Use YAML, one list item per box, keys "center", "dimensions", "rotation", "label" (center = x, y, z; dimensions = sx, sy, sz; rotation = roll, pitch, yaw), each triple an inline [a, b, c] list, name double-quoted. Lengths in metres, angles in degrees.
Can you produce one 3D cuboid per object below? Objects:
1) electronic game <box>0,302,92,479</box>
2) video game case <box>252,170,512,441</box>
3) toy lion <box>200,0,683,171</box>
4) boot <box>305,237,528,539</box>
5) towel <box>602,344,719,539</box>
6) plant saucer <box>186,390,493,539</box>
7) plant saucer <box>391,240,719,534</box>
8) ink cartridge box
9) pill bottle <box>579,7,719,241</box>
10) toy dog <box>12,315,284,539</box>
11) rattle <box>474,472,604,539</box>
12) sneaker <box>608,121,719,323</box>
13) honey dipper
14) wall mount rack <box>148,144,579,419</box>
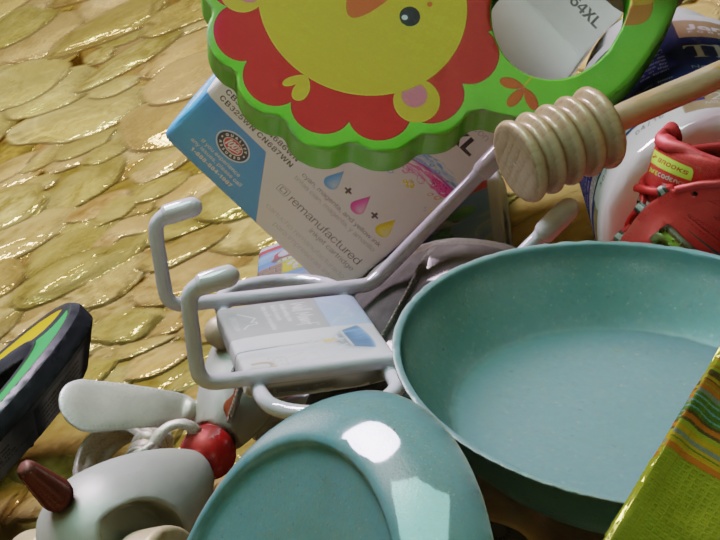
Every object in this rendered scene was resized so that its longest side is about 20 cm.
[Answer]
- center: [-0.206, 0.090, 1.341]
  dimensions: [0.200, 0.042, 0.200]
  rotation: [-42, 10, 9]
  label: "electronic game"
- center: [0.011, 0.013, 1.409]
  dimensions: [0.143, 0.017, 0.200]
  rotation: [-20, 23, 9]
  label: "video game case"
- center: [0.035, -0.124, 1.245]
  dimensions: [0.192, 0.200, 0.069]
  rotation: [-61, -6, -17]
  label: "toy lion"
- center: [0.034, 0.061, 1.212]
  dimensions: [0.182, 0.073, 0.200]
  rotation: [-4, 29, 36]
  label: "boot"
- center: [0.129, 0.097, 0.931]
  dimensions: [0.086, 0.018, 0.200]
  rotation: [24, 49, 16]
  label: "towel"
- center: [-0.022, 0.139, 0.981]
  dimensions: [0.027, 0.200, 0.200]
  rotation: [15, 0, -34]
  label: "plant saucer"
- center: [0.110, 0.050, 1.049]
  dimensions: [0.200, 0.036, 0.200]
  rotation: [4, 29, -2]
  label: "plant saucer"
- center: [0.023, -0.110, 1.382]
  dimensions: [0.200, 0.129, 0.125]
  rotation: [-42, 8, 38]
  label: "ink cartridge box"
- center: [0.158, -0.057, 1.298]
  dimensions: [0.111, 0.111, 0.200]
  rotation: [-21, 23, 7]
  label: "pill bottle"
- center: [-0.103, 0.083, 1.246]
  dimensions: [0.132, 0.096, 0.200]
  rotation: [-19, 29, 17]
  label: "toy dog"
- center: [0.072, 0.139, 1.066]
  dimensions: [0.130, 0.143, 0.200]
  rotation: [14, 15, 39]
  label: "rattle"
- center: [0.133, -0.020, 1.162]
  dimensions: [0.200, 0.085, 0.077]
  rotation: [-28, 29, -3]
  label: "sneaker"
- center: [0.150, -0.081, 1.185]
  dimensions: [0.200, 0.038, 0.038]
  rotation: [-22, 21, -22]
  label: "honey dipper"
- center: [0.000, 0.000, 1.206]
  dimensions: [0.174, 0.075, 0.200]
  rotation: [-8, 18, -9]
  label: "wall mount rack"
